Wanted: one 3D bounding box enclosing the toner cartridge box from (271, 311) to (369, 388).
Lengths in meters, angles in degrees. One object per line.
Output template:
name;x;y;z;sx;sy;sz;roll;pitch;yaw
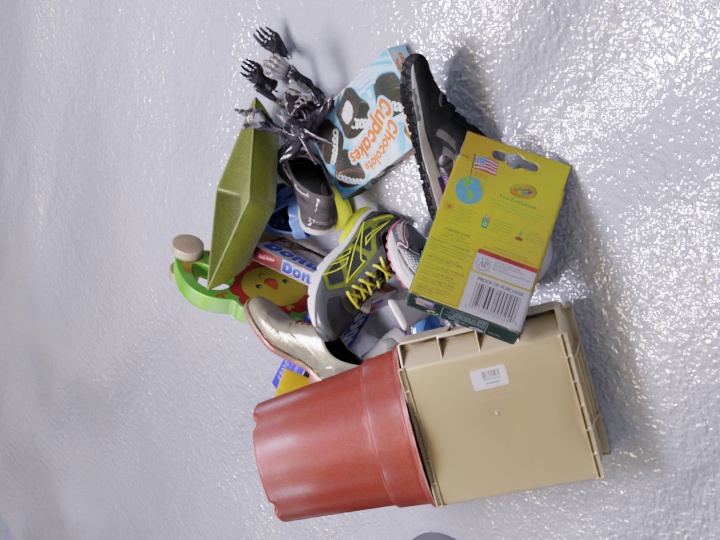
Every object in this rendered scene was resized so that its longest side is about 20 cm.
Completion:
toner cartridge box;-0.054;0.105;1.433;0.043;0.094;0.201;50;138;20

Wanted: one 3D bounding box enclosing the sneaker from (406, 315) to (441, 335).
sneaker;0.117;0.138;1.282;0.078;0.066;0.203;-8;102;38

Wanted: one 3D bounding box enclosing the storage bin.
storage bin;0.161;0.149;1.134;0.198;0.094;0.201;-14;97;19

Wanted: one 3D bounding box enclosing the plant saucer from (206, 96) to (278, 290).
plant saucer;-0.159;-0.102;1.385;0.200;0.047;0.202;122;154;-45

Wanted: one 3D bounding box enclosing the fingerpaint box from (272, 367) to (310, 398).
fingerpaint box;-0.054;0.229;1.406;0.165;0.074;0.200;22;153;0

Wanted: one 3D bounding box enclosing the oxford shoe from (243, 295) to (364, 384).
oxford shoe;-0.069;0.089;1.326;0.199;0.071;0.074;37;119;12

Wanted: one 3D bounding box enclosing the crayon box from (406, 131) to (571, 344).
crayon box;0.140;-0.037;1.072;0.125;0.202;0.051;20;162;6

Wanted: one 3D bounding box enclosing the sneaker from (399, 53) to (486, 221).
sneaker;0.103;-0.156;1.143;0.076;0.086;0.202;-114;8;-70

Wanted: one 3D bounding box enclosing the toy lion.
toy lion;-0.162;0.022;1.447;0.192;0.198;0.069;56;142;43

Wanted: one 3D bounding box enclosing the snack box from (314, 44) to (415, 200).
snack box;0.015;-0.183;1.262;0.199;0.037;0.117;-33;82;51

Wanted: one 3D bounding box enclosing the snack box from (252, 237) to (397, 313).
snack box;-0.050;0.005;1.367;0.198;0.072;0.025;24;113;26

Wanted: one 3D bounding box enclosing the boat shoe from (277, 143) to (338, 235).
boat shoe;-0.068;-0.126;1.327;0.201;0.066;0.058;-113;29;-48

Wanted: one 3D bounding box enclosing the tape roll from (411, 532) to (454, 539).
tape roll;0.116;0.486;1.439;0.199;0.066;0.203;24;124;41

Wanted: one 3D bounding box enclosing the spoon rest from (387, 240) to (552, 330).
spoon rest;0.128;0.002;1.147;0.199;0.061;0.100;-31;79;9

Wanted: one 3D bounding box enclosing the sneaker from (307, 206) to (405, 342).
sneaker;0.000;0.000;1.261;0.084;0.202;0.075;3;148;36

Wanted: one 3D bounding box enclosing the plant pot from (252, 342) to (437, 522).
plant pot;-0.020;0.211;1.218;0.193;0.201;0.203;-15;98;7

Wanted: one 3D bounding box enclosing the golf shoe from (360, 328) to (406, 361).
golf shoe;0.006;0.158;1.392;0.075;0.091;0.201;48;139;19

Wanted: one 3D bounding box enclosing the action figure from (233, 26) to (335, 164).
action figure;-0.107;-0.224;1.295;0.119;0.101;0.201;-52;46;26

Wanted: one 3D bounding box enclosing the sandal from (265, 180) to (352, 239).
sandal;-0.104;-0.083;1.410;0.199;0.086;0.081;0;109;51

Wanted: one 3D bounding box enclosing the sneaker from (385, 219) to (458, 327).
sneaker;0.112;0.011;1.219;0.200;0.080;0.075;47;123;12
